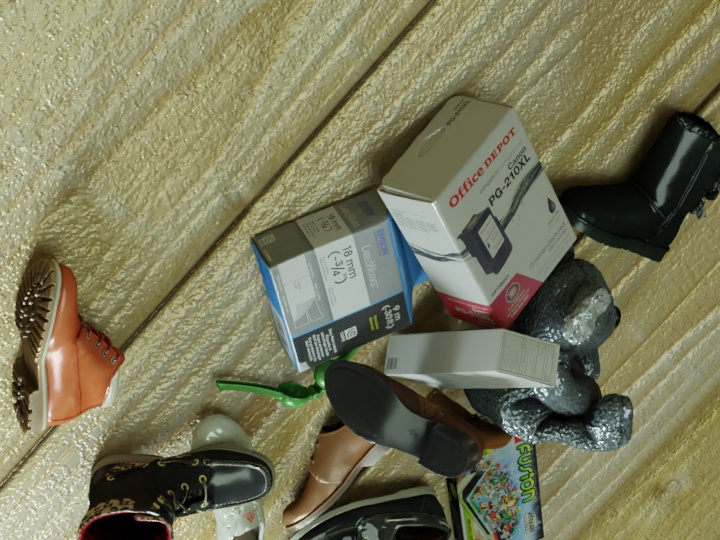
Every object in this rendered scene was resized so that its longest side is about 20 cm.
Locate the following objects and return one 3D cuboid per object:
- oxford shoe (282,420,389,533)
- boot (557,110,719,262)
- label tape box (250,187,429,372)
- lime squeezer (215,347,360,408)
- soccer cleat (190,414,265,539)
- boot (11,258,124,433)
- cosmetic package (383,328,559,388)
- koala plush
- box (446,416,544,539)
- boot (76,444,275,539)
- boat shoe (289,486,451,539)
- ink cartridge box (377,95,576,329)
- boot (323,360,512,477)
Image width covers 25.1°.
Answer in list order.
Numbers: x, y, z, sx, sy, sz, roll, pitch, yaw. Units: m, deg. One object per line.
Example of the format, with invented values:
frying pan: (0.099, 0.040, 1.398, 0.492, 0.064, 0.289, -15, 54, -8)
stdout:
oxford shoe: (-0.031, 0.216, 1.826, 0.071, 0.071, 0.200, 40, 108, -1)
boot: (0.318, -0.101, 1.782, 0.198, 0.073, 0.163, 16, 114, -40)
label tape box: (0.000, 0.000, 1.695, 0.199, 0.063, 0.145, -23, 128, -11)
lime squeezer: (-0.057, 0.108, 1.757, 0.199, 0.038, 0.071, -23, 108, -11)
soccer cleat: (-0.137, 0.245, 1.772, 0.069, 0.078, 0.201, -19, 126, -14)
boot: (-0.284, 0.067, 1.598, 0.107, 0.075, 0.201, -8, 131, -25)
cosmetic package: (0.117, 0.095, 1.732, 0.082, 0.200, 0.051, 18, 76, -33)
koala plush: (0.218, 0.073, 1.785, 0.183, 0.178, 0.201, 4, 122, -15)
box: (0.161, 0.262, 1.956, 0.110, 0.035, 0.201, -20, 126, -14)
boot: (-0.192, 0.240, 1.662, 0.199, 0.151, 0.074, 1, 107, 2)
boat shoe: (0.012, 0.305, 1.872, 0.199, 0.068, 0.072, -9, 149, -27)
ink cartridge box: (0.124, -0.059, 1.677, 0.145, 0.084, 0.200, -50, 132, -22)
boot: (0.067, 0.147, 1.761, 0.069, 0.188, 0.200, -68, 166, 11)
